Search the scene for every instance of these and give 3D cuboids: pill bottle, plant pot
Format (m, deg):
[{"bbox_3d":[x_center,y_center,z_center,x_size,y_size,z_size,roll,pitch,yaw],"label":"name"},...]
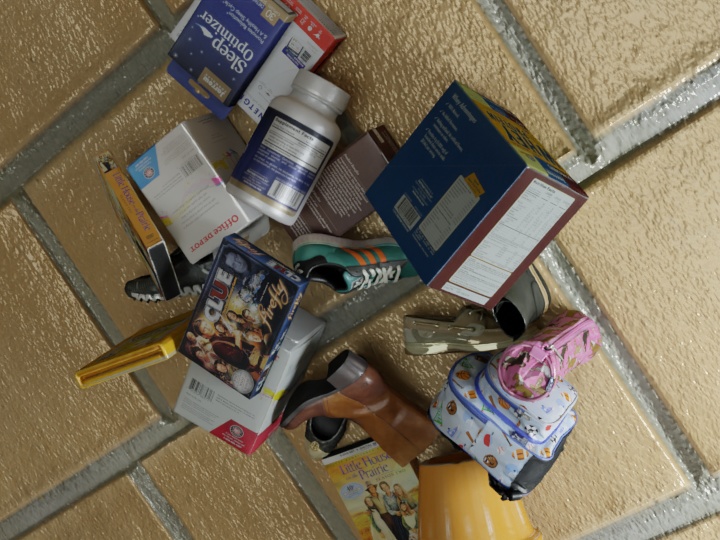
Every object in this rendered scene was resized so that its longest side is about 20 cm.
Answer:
[{"bbox_3d":[-0.096,-0.174,1.487,0.111,0.111,0.201,29,93,10],"label":"pill bottle"},{"bbox_3d":[0.163,0.366,1.580,0.199,0.200,0.184,-12,87,24],"label":"plant pot"}]

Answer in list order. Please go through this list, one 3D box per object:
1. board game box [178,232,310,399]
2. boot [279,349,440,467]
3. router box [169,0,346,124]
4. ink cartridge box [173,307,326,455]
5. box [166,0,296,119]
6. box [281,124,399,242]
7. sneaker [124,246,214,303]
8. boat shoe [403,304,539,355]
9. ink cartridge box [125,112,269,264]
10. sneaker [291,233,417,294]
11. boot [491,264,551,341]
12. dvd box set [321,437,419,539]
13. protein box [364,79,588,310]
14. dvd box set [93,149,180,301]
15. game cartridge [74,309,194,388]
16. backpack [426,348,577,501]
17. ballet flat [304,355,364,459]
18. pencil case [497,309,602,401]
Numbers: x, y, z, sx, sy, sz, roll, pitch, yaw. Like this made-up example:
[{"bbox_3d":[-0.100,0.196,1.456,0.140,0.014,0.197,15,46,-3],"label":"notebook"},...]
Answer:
[{"bbox_3d":[-0.169,0.066,1.525,0.135,0.035,0.201,31,114,15],"label":"board game box"},{"bbox_3d":[-0.002,0.230,1.626,0.200,0.069,0.188,40,112,-17],"label":"boot"},{"bbox_3d":[-0.149,-0.339,1.542,0.200,0.049,0.180,44,116,3],"label":"router box"},{"bbox_3d":[-0.170,0.147,1.651,0.145,0.145,0.201,29,115,11],"label":"ink cartridge box"},{"bbox_3d":[-0.193,-0.322,1.520,0.121,0.032,0.200,41,117,4],"label":"box"},{"bbox_3d":[-0.025,-0.114,1.554,0.200,0.075,0.100,-33,93,28],"label":"box"},{"bbox_3d":[-0.288,0.000,1.698,0.199,0.066,0.091,-5,99,20],"label":"sneaker"},{"bbox_3d":[0.158,0.083,1.548,0.199,0.072,0.065,-6,92,18],"label":"boat shoe"},{"bbox_3d":[-0.223,-0.116,1.599,0.128,0.125,0.200,-32,93,27],"label":"ink cartridge box"},{"bbox_3d":[0.000,0.000,1.537,0.199,0.080,0.072,3,140,-11],"label":"sneaker"},{"bbox_3d":[0.187,-0.007,1.470,0.077,0.138,0.200,-38,90,27],"label":"boot"},{"bbox_3d":[0.044,0.361,1.702,0.146,0.029,0.201,-23,98,26],"label":"dvd box set"},{"bbox_3d":[0.147,-0.098,1.397,0.200,0.135,0.199,-51,46,20],"label":"protein box"},{"bbox_3d":[-0.338,-0.068,1.618,0.200,0.029,0.147,55,163,28],"label":"dvd box set"},{"bbox_3d":[-0.325,0.112,1.669,0.176,0.200,0.033,-20,102,24],"label":"game cartridge"},{"bbox_3d":[0.201,0.201,1.509,0.190,0.200,0.155,29,113,18],"label":"backpack"},{"bbox_3d":[-0.045,0.216,1.675,0.066,0.057,0.201,29,115,11],"label":"ballet flat"},{"bbox_3d":[0.260,0.113,1.449,0.086,0.200,0.083,-2,100,31],"label":"pencil case"}]
